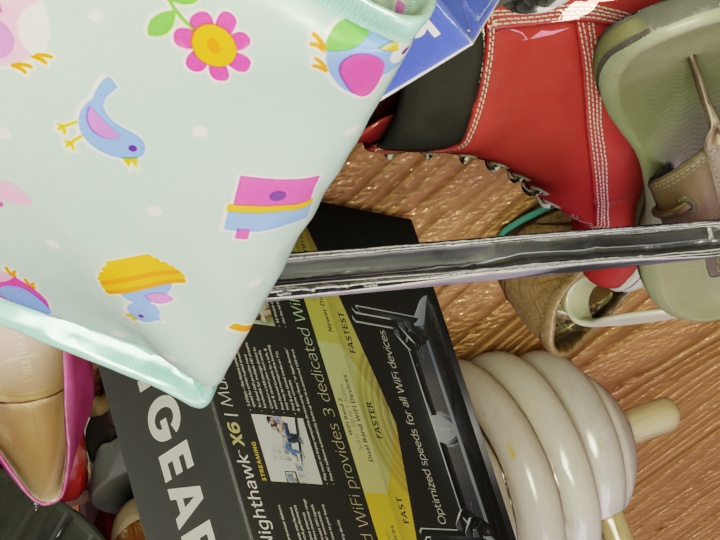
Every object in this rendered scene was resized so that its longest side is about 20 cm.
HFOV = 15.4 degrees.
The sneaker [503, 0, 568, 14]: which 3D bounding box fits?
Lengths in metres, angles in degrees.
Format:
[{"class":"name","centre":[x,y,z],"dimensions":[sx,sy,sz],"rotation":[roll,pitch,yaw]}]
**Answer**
[{"class":"sneaker","centre":[0.096,-0.151,0.772],"dimensions":[0.080,0.074,0.200],"rotation":[-22,167,-29]}]

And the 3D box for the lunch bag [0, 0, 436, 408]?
[{"class":"lunch bag","centre":[-0.089,-0.082,0.666],"dimensions":[0.200,0.122,0.171],"rotation":[25,136,-5]}]

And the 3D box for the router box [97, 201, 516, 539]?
[{"class":"router box","centre":[-0.019,0.068,1.009],"dimensions":[0.052,0.200,0.157],"rotation":[-33,152,33]}]

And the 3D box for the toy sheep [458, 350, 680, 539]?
[{"class":"toy sheep","centre":[0.065,0.103,1.251],"dimensions":[0.200,0.138,0.138],"rotation":[-18,161,-26]}]

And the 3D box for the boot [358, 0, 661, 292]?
[{"class":"boot","centre":[0.055,-0.048,0.971],"dimensions":[0.144,0.073,0.200],"rotation":[-13,150,-8]}]

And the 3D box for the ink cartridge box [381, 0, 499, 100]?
[{"class":"ink cartridge box","centre":[-0.060,-0.068,0.778],"dimensions":[0.200,0.094,0.044],"rotation":[-28,-160,37]}]

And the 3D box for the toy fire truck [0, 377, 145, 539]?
[{"class":"toy fire truck","centre":[-0.086,0.120,1.128],"dimensions":[0.112,0.168,0.200],"rotation":[-10,157,-18]}]

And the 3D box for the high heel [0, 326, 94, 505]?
[{"class":"high heel","centre":[-0.132,0.011,0.931],"dimensions":[0.067,0.096,0.200],"rotation":[-12,158,-7]}]

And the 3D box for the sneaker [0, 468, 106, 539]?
[{"class":"sneaker","centre":[-0.163,0.116,1.075],"dimensions":[0.076,0.199,0.114],"rotation":[-54,175,-15]}]

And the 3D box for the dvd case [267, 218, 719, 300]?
[{"class":"dvd case","centre":[0.000,0.000,0.881],"dimensions":[0.199,0.016,0.149],"rotation":[-4,180,-26]}]

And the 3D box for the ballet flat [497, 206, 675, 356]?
[{"class":"ballet flat","centre":[0.134,-0.023,1.079],"dimensions":[0.068,0.073,0.200],"rotation":[6,148,-46]}]

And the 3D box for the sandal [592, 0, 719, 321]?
[{"class":"sandal","centre":[0.130,-0.034,0.912],"dimensions":[0.080,0.057,0.201],"rotation":[-18,146,1]}]

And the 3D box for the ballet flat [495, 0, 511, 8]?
[{"class":"ballet flat","centre":[-0.012,-0.097,0.809],"dimensions":[0.200,0.068,0.068],"rotation":[-21,-158,36]}]
